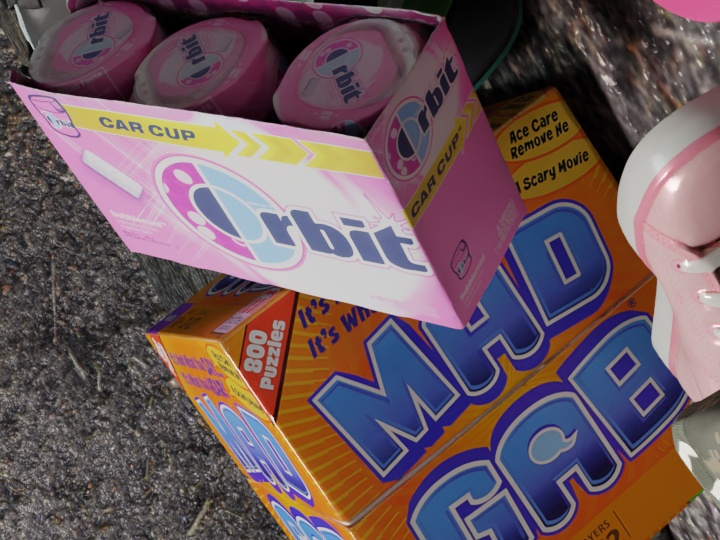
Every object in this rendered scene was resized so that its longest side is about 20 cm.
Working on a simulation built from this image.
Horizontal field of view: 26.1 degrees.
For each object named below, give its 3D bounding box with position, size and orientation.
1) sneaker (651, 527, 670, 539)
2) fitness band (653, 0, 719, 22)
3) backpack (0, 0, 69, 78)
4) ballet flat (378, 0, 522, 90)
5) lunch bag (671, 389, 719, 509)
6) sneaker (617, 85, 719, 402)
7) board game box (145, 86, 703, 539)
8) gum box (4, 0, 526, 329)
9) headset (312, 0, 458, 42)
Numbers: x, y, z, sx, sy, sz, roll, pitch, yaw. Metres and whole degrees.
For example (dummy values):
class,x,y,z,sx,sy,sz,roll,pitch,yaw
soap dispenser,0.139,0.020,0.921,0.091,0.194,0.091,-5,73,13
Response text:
class,x,y,z,sx,sy,sz,roll,pitch,yaw
sneaker,0.139,0.133,0.987,0.201,0.075,0.079,59,-166,-17
fitness band,0.087,-0.178,0.526,0.201,0.037,0.144,61,167,1
backpack,-0.135,-0.214,0.991,0.178,0.149,0.201,74,-161,-47
ballet flat,-0.003,-0.091,0.790,0.200,0.073,0.073,-35,86,45
lunch bag,0.215,0.099,0.488,0.201,0.117,0.164,54,167,-3
sneaker,0.159,0.016,0.597,0.105,0.075,0.201,56,175,32
board game box,0.040,0.055,0.798,0.201,0.199,0.200,55,165,-9
gum box,-0.043,-0.052,0.651,0.199,0.066,0.114,12,148,34
headset,0.013,-0.168,0.654,0.093,0.123,0.201,23,121,16
